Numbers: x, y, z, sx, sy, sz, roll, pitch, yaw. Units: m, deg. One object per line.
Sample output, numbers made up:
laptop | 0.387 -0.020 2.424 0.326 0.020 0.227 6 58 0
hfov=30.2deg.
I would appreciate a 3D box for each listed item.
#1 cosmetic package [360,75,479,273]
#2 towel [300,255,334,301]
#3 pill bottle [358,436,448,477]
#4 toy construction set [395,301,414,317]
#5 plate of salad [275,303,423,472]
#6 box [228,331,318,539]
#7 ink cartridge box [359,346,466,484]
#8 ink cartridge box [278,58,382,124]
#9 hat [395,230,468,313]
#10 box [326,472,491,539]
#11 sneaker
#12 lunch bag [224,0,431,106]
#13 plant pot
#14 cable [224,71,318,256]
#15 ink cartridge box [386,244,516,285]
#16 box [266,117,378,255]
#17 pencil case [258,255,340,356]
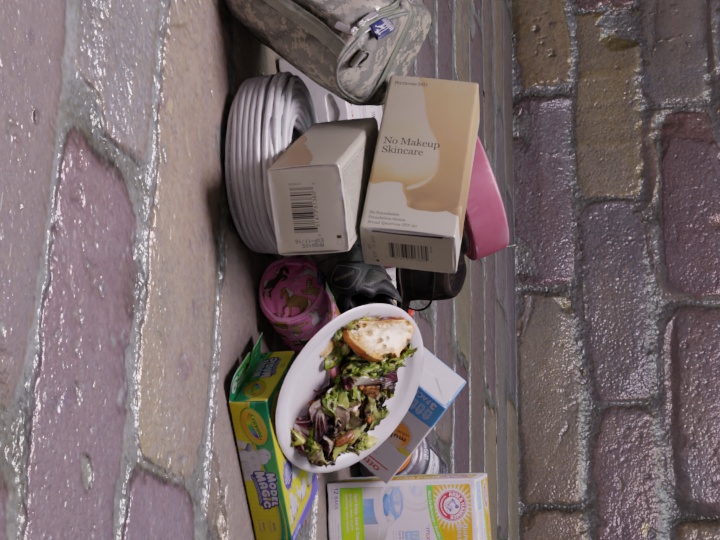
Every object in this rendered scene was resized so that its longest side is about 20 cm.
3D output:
cosmetic package | 0.065 -0.104 1.408 0.071 0.103 0.203 83 14 -58
towel | -0.043 -0.013 1.718 0.150 0.030 0.203 65 26 -57
pill bottle | 0.057 0.272 1.889 0.200 0.104 0.108 55 34 -64
toy construction set | 0.017 0.107 1.771 0.132 0.091 0.202 101 -3 -50
plate of salad | -0.003 0.131 1.414 0.198 0.048 0.203 -22 128 -32
box | -0.093 0.178 1.440 0.118 0.048 0.203 -61 143 -63
ink cartridge box | 0.029 0.179 1.646 0.068 0.115 0.201 -43 169 -51
ink cartridge box | -0.033 -0.211 1.696 0.200 0.082 0.149 -44 128 -72
hat | 0.088 -0.017 1.592 0.201 0.080 0.204 2 90 -82
box | 0.065 0.322 1.719 0.101 0.197 0.115 16 71 -75
sneaker | 0.000 0.000 1.505 0.199 0.075 0.116 -47 114 -79
lunch bag | -0.041 -0.275 1.443 0.140 0.199 0.167 -59 160 19
plant pot | 0.080 -0.092 1.763 0.200 0.177 0.203 159 -90 -86
cable | -0.091 -0.116 1.478 0.200 0.068 0.204 -11 97 -77
ink cartridge box | 0.107 0.000 1.884 0.145 0.197 0.049 176 -92 -77
box | -0.032 -0.092 1.403 0.200 0.076 0.097 -57 142 -69
pencil case | -0.054 0.061 1.556 0.083 0.086 0.201 52 -6 31
